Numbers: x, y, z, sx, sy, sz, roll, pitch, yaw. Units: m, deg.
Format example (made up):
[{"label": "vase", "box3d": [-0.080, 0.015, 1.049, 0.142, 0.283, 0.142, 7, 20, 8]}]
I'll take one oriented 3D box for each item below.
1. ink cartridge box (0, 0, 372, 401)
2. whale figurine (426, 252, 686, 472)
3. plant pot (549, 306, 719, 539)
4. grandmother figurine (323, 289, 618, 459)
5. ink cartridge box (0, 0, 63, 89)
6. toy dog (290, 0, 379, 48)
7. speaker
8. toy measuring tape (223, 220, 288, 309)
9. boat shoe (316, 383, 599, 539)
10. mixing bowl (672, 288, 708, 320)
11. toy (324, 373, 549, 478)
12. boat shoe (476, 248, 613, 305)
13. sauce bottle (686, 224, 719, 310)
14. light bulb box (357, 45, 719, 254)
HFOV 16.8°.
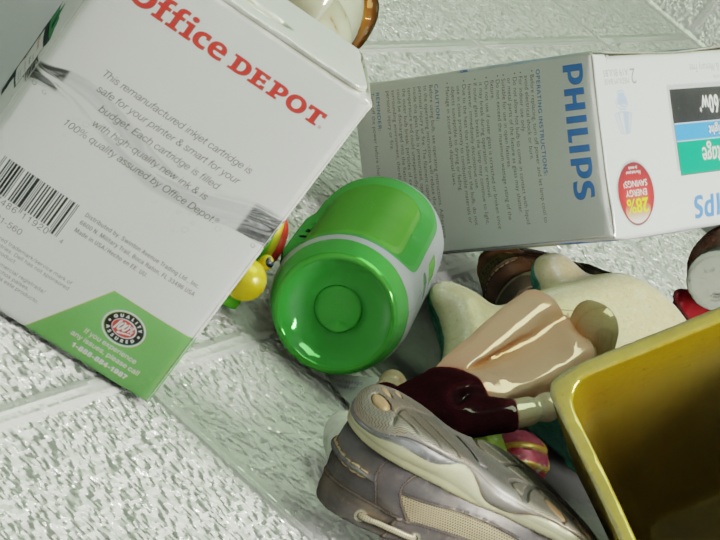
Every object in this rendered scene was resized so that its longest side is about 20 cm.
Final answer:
[{"label": "ink cartridge box", "box3d": [-0.108, -0.060, 1.209, 0.146, 0.200, 0.084, 34, 18, -15]}, {"label": "whale figurine", "box3d": [0.122, 0.066, 1.548, 0.200, 0.104, 0.159, 10, 54, -29]}, {"label": "plant pot", "box3d": [0.229, 0.142, 1.337, 0.200, 0.194, 0.196, 77, -10, -66]}, {"label": "grandmother figurine", "box3d": [0.052, 0.068, 1.349, 0.200, 0.121, 0.061, -27, 104, -44]}, {"label": "ink cartridge box", "box3d": [-0.185, -0.150, 1.381, 0.083, 0.146, 0.200, 35, 17, -11]}, {"label": "toy dog", "box3d": [-0.063, -0.162, 1.602, 0.139, 0.194, 0.200, 28, 26, -2]}, {"label": "speaker", "box3d": [0.000, 0.000, 1.474, 0.088, 0.089, 0.200, 37, 17, -2]}, {"label": "toy measuring tape", "box3d": [-0.090, -0.050, 1.448, 0.073, 0.074, 0.200, 26, 21, -35]}, {"label": "boat shoe", "box3d": [0.053, 0.130, 1.268, 0.200, 0.073, 0.075, 34, 11, -31]}, {"label": "mixing bowl", "box3d": [0.266, 0.113, 1.668, 0.200, 0.109, 0.200, 32, 14, -9]}, {"label": "toy", "box3d": [0.080, 0.115, 1.401, 0.115, 0.047, 0.200, 14, 29, -54]}, {"label": "boat shoe", "box3d": [0.169, 0.026, 1.772, 0.200, 0.072, 0.068, 24, 22, -38]}, {"label": "sauce bottle", "box3d": [0.259, -0.001, 1.687, 0.066, 0.066, 0.200, 40, 16, 8]}, {"label": "light bulb box", "box3d": [0.136, -0.081, 1.667, 0.200, 0.125, 0.198, -5, 2, 39]}]
